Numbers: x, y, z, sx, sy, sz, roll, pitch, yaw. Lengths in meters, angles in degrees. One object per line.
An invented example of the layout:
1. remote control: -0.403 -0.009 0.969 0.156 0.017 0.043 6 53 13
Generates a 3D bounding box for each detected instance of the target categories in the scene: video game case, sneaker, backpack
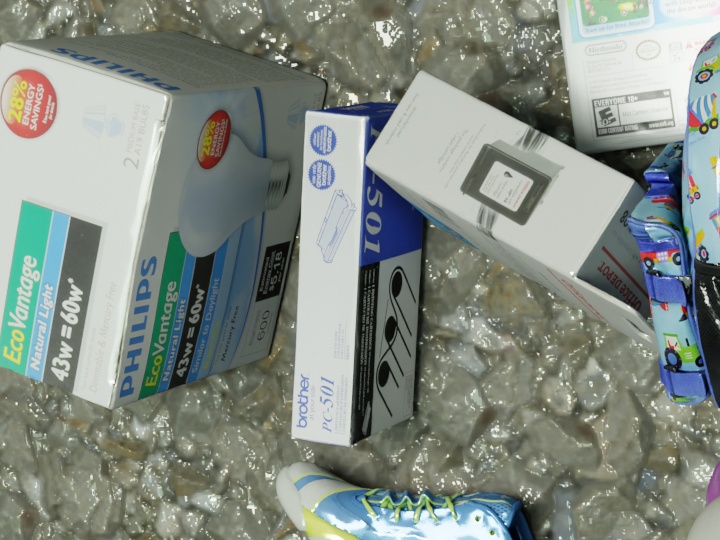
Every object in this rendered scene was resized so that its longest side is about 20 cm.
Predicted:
1. video game case: 0.209 -0.170 1.226 0.199 0.024 0.184 -6 94 28
2. sneaker: 0.045 0.164 1.335 0.200 0.076 0.105 38 100 9
3. backpack: 0.223 -0.044 1.129 0.134 0.183 0.201 -5 113 27

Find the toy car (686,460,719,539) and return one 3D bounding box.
1. toy car: 0.251 0.162 1.184 0.150 0.174 0.201 -111 19 -46

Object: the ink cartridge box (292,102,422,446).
1. ink cartridge box: 0.000 0.000 1.304 0.044 0.094 0.202 7 100 25

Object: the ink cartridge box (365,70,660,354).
1. ink cartridge box: 0.113 -0.029 1.214 0.199 0.116 0.067 31 86 31

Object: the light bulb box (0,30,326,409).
1. light bulb box: -0.136 -0.038 1.314 0.124 0.200 0.200 18 105 23
